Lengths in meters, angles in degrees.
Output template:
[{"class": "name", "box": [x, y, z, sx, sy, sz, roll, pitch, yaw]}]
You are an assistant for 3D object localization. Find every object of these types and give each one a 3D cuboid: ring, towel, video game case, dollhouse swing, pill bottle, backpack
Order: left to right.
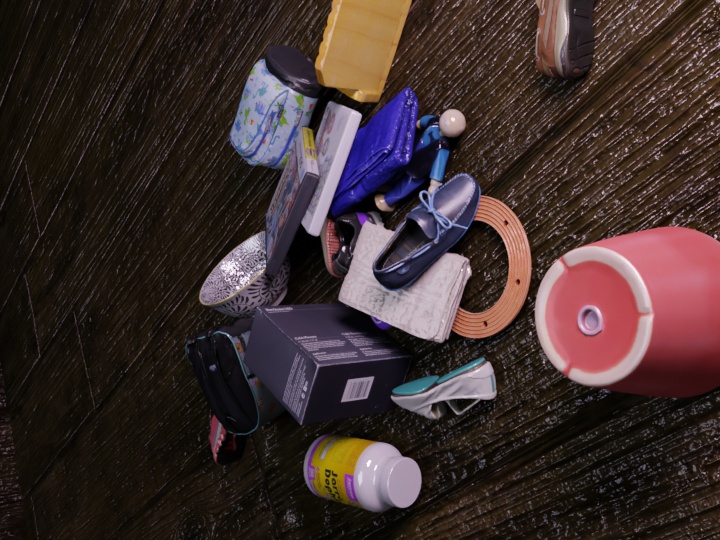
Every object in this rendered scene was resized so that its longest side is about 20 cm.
[{"class": "backpack", "box": [-0.218, 0.196, 1.465, 0.174, 0.152, 0.204, -19, 88, 44]}, {"class": "backpack", "box": [-0.156, -0.286, 1.433, 0.164, 0.151, 0.203, 53, 140, 40]}, {"class": "video game case", "box": [-0.123, -0.123, 1.357, 0.182, 0.025, 0.202, -102, 33, -55]}, {"class": "video game case", "box": [-0.060, -0.174, 1.293, 0.182, 0.023, 0.204, -130, 59, -69]}, {"class": "dollhouse swing", "box": [-0.028, -0.393, 1.246, 0.181, 0.173, 0.204, 40, 119, 41]}, {"class": "pill bottle", "box": [0.003, 0.324, 1.250, 0.198, 0.103, 0.107, -5, 86, 49]}, {"class": "towel", "box": [0.012, -0.188, 1.244, 0.199, 0.049, 0.150, -32, 42, 48]}, {"class": "towel", "box": [0.064, 0.016, 1.168, 0.197, 0.034, 0.135, 23, 96, 32]}, {"class": "ring", "box": [0.168, -0.005, 1.127, 0.198, 0.019, 0.206, -2, 87, 50]}]

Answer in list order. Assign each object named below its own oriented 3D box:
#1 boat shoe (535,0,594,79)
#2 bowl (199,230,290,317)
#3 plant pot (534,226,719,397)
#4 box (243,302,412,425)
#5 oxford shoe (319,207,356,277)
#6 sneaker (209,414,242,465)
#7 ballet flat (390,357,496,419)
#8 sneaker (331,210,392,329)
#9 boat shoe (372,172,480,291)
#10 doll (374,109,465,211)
[{"class": "boat shoe", "box": [0.255, -0.346, 0.991, 0.073, 0.074, 0.205, 13, 98, 51]}, {"class": "bowl", "box": [-0.199, 0.025, 1.474, 0.199, 0.202, 0.095, -5, 130, 49]}, {"class": "plant pot", "box": [0.297, 0.048, 0.856, 0.198, 0.175, 0.206, 0, 90, 49]}, {"class": "box", "box": [-0.053, 0.141, 1.248, 0.181, 0.197, 0.106, 38, 117, 43]}, {"class": "oxford shoe", "box": [-0.045, -0.082, 1.345, 0.073, 0.070, 0.205, -22, 62, 51]}, {"class": "sneaker", "box": [-0.274, 0.294, 1.600, 0.087, 0.073, 0.204, 39, 117, 46]}, {"class": "ballet flat", "box": [0.121, 0.185, 1.152, 0.198, 0.068, 0.071, -27, 70, 45]}, {"class": "sneaker", "box": [0.000, 0.000, 1.261, 0.069, 0.098, 0.204, -33, 65, 46]}, {"class": "boat shoe", "box": [0.096, -0.055, 1.102, 0.084, 0.068, 0.202, 36, 91, 33]}, {"class": "doll", "box": [0.093, -0.169, 1.192, 0.200, 0.048, 0.139, -43, 46, 40]}]
